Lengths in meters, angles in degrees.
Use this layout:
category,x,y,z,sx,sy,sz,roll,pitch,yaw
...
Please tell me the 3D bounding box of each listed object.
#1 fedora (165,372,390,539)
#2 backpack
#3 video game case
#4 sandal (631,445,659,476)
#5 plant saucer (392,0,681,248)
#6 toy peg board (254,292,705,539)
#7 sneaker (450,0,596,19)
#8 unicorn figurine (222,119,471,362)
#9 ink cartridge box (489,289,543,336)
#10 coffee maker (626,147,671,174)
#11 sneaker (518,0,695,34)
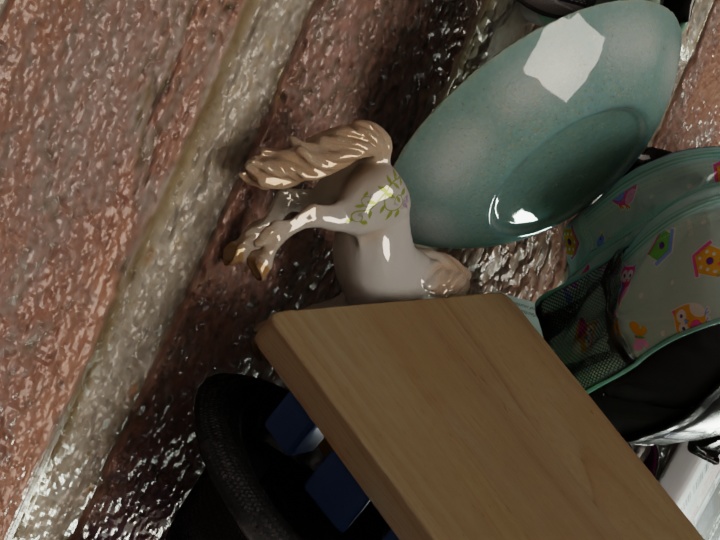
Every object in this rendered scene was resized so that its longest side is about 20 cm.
category,x,y,z,sx,sy,sz,roll,pitch,yaw
fedora,-0.042,0.146,1.251,0.092,0.201,0.201,-45,150,16
backpack,0.213,0.015,1.362,0.176,0.200,0.153,9,70,-26
video game case,0.262,0.132,1.751,0.200,0.023,0.182,-57,157,-22
sandal,0.171,0.147,1.636,0.075,0.048,0.201,0,106,-55
plant saucer,0.107,-0.069,1.360,0.201,0.039,0.201,-28,155,-15
toy peg board,0.047,0.121,1.241,0.199,0.200,0.098,-5,139,-50
sneaker,0.139,-0.185,1.321,0.078,0.200,0.140,-79,165,-61
unicorn figurine,0.000,0.000,1.292,0.137,0.074,0.200,-32,148,-22
ink cartridge box,0.065,0.131,1.445,0.200,0.085,0.146,-43,137,-33
coffee maker,0.270,-0.008,1.568,0.192,0.200,0.135,-29,128,-46
sneaker,0.155,-0.227,1.375,0.074,0.118,0.201,-27,126,-46
